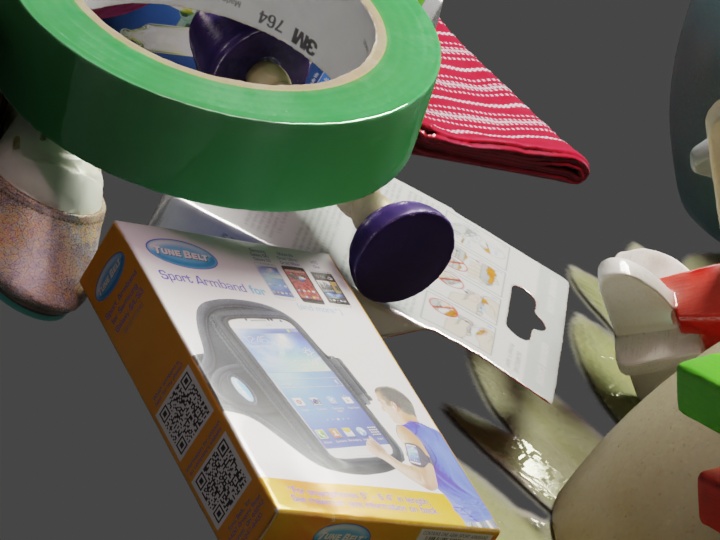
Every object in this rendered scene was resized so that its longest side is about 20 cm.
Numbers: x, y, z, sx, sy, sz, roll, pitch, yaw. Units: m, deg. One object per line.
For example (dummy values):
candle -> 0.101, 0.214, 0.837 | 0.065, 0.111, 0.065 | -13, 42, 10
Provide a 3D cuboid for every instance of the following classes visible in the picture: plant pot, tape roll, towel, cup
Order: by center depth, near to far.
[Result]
cup -> 0.205, 0.095, 1.315 | 0.200, 0.143, 0.200 | 23, 23, -11
tape roll -> -0.066, -0.101, 1.329 | 0.200, 0.048, 0.201 | 14, 32, -9
towel -> 0.034, -0.117, 1.738 | 0.145, 0.023, 0.200 | 9, 29, -41
plant pot -> 0.262, -0.078, 1.766 | 0.200, 0.135, 0.200 | 24, 23, -11

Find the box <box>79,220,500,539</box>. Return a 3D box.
box -> -0.036, 0.047, 1.248 | 0.119, 0.041, 0.200 | 9, 38, -39

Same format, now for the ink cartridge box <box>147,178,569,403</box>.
ink cartridge box -> 0.000, 0.000, 1.419 | 0.200, 0.047, 0.160 | 29, 21, -5

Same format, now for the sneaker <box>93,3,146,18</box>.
sneaker -> -0.173, -0.202, 1.451 | 0.200, 0.081, 0.088 | 32, 49, -42

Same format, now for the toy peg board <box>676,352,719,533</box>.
toy peg board -> 0.222, 0.105, 1.198 | 0.200, 0.199, 0.098 | -12, 20, -23

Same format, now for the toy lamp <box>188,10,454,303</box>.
toy lamp -> -0.024, -0.062, 1.389 | 0.058, 0.058, 0.200 | 10, 32, -38

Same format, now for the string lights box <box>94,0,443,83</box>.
string lights box -> -0.070, -0.138, 1.540 | 0.200, 0.103, 0.059 | 29, -10, 2

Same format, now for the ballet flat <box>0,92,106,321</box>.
ballet flat -> -0.146, -0.054, 1.328 | 0.068, 0.067, 0.200 | 18, 24, -23

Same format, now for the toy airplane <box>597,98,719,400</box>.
toy airplane -> 0.215, 0.004, 1.455 | 0.199, 0.200, 0.141 | 32, 57, -9
